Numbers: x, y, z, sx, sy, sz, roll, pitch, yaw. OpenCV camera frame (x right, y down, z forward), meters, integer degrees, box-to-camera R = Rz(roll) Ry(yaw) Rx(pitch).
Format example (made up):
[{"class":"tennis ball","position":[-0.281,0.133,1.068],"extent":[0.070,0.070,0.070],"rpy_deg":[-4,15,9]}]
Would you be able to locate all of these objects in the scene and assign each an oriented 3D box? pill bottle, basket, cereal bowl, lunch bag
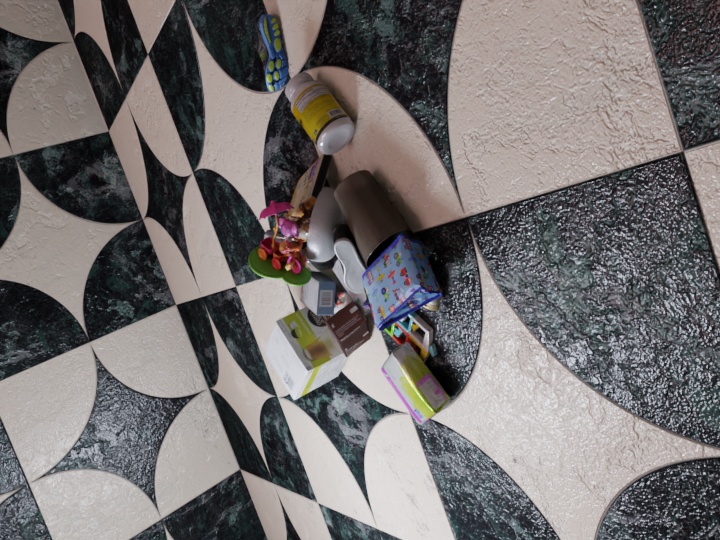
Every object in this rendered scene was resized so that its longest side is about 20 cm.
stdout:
[{"class":"pill bottle","position":[-0.109,-0.408,1.557],"extent":[0.202,0.110,0.113],"rpy_deg":[55,146,19]},{"class":"basket","position":[0.025,-0.135,1.515],"extent":[0.203,0.133,0.181],"rpy_deg":[60,161,18]},{"class":"cereal bowl","position":[-0.080,-0.119,1.653],"extent":[0.081,0.202,0.204],"rpy_deg":[14,131,7]},{"class":"lunch bag","position":[0.078,0.038,1.466],"extent":[0.198,0.093,0.154],"rpy_deg":[-37,58,29]}]

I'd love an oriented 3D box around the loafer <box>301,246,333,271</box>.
[{"class":"loafer","position":[-0.139,-0.026,1.773],"extent":[0.061,0.199,0.074],"rpy_deg":[-15,82,17]}]

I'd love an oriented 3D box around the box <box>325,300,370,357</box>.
[{"class":"box","position":[-0.032,0.173,1.750],"extent":[0.076,0.099,0.201],"rpy_deg":[51,172,22]}]

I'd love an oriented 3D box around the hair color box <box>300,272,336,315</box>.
[{"class":"hair color box","position":[-0.133,0.066,1.864],"extent":[0.199,0.059,0.103],"rpy_deg":[-154,68,-68]}]

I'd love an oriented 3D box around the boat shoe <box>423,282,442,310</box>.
[{"class":"boat shoe","position":[0.125,0.051,1.533],"extent":[0.198,0.073,0.069],"rpy_deg":[23,123,48]}]

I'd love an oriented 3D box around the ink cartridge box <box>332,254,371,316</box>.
[{"class":"ink cartridge box","position":[0.000,0.000,1.684],"extent":[0.202,0.075,0.137],"rpy_deg":[54,145,17]}]

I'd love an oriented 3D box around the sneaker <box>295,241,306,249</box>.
[{"class":"sneaker","position":[-0.172,-0.090,1.904],"extent":[0.197,0.059,0.107],"rpy_deg":[18,123,46]}]

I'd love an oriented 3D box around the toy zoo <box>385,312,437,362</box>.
[{"class":"toy zoo","position":[0.134,0.166,1.640],"extent":[0.200,0.020,0.134],"rpy_deg":[44,142,33]}]

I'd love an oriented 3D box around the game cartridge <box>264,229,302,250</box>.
[{"class":"game cartridge","position":[-0.229,-0.053,1.871],"extent":[0.130,0.042,0.201],"rpy_deg":[26,163,5]}]

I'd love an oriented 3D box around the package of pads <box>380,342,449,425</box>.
[{"class":"package of pads","position":[0.145,0.308,1.644],"extent":[0.202,0.067,0.155],"rpy_deg":[53,155,14]}]

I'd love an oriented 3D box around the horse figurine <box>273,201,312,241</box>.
[{"class":"horse figurine","position":[-0.166,-0.122,1.716],"extent":[0.200,0.129,0.051],"rpy_deg":[138,139,-59]}]

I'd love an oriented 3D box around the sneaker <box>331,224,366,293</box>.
[{"class":"sneaker","position":[-0.024,-0.036,1.583],"extent":[0.101,0.069,0.203],"rpy_deg":[-97,-10,-47]}]

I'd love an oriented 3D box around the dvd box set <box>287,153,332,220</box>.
[{"class":"dvd box set","position":[-0.149,-0.230,1.720],"extent":[0.199,0.029,0.150],"rpy_deg":[-32,39,58]}]

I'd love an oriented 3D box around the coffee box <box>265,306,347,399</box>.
[{"class":"coffee box","position":[-0.170,0.258,1.985],"extent":[0.201,0.194,0.202],"rpy_deg":[53,143,21]}]

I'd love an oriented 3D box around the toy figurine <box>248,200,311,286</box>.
[{"class":"toy figurine","position":[-0.204,-0.085,1.585],"extent":[0.198,0.149,0.188],"rpy_deg":[33,135,27]}]

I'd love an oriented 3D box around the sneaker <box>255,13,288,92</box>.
[{"class":"sneaker","position":[-0.251,-0.608,1.695],"extent":[0.082,0.069,0.206],"rpy_deg":[-144,43,-59]}]

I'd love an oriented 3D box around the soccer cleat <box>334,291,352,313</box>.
[{"class":"soccer cleat","position":[-0.049,0.100,1.835],"extent":[0.199,0.075,0.072],"rpy_deg":[167,117,-71]}]
